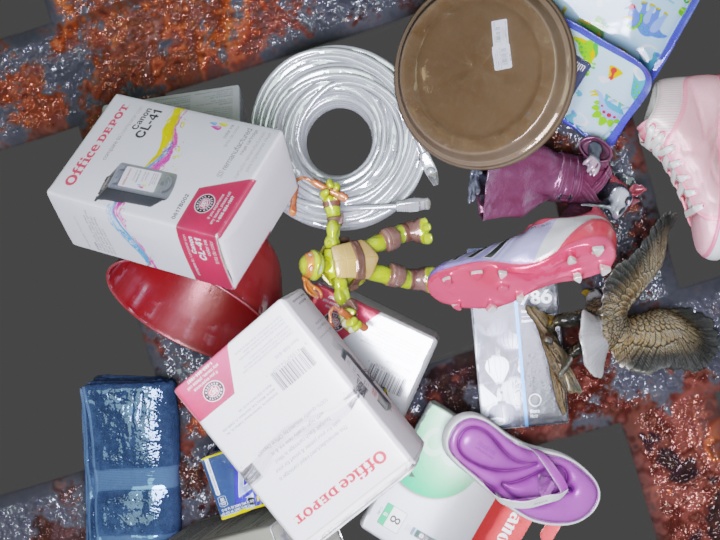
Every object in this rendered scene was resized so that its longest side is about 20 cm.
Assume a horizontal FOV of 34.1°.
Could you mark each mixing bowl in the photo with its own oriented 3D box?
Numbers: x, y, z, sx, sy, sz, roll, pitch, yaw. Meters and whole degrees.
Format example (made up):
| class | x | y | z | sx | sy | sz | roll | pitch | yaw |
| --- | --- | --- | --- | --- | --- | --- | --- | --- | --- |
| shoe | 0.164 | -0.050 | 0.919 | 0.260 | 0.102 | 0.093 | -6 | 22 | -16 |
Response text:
| class | x | y | z | sx | sy | sz | roll | pitch | yaw |
| --- | --- | --- | --- | --- | --- | --- | --- | --- | --- |
| mixing bowl | -0.160 | 0.003 | 1.262 | 0.198 | 0.201 | 0.109 | 21 | 64 | 4 |

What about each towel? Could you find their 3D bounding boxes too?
| class | x | y | z | sx | sy | sz | roll | pitch | yaw |
| --- | --- | --- | --- | --- | --- | --- | --- | --- | --- |
| towel | -0.259 | 0.221 | 1.331 | 0.110 | 0.049 | 0.203 | -1 | 91 | 4 |

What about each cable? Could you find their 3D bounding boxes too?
| class | x | y | z | sx | sy | sz | roll | pitch | yaw |
| --- | --- | --- | --- | --- | --- | --- | --- | --- | --- |
| cable | -0.022 | -0.145 | 1.291 | 0.198 | 0.069 | 0.202 | -12 | 90 | 5 |

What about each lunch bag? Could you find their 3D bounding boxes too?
| class | x | y | z | sx | sy | sz | roll | pitch | yaw |
| --- | --- | --- | --- | --- | --- | --- | --- | --- | --- |
| lunch bag | 0.244 | -0.256 | 1.244 | 0.169 | 0.127 | 0.201 | 31 | 105 | 3 |

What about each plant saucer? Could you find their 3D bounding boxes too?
| class | x | y | z | sx | sy | sz | roll | pitch | yaw |
| --- | --- | --- | --- | --- | --- | --- | --- | --- | --- |
| plant saucer | 0.122 | -0.204 | 1.200 | 0.198 | 0.029 | 0.203 | 1 | 91 | 24 |

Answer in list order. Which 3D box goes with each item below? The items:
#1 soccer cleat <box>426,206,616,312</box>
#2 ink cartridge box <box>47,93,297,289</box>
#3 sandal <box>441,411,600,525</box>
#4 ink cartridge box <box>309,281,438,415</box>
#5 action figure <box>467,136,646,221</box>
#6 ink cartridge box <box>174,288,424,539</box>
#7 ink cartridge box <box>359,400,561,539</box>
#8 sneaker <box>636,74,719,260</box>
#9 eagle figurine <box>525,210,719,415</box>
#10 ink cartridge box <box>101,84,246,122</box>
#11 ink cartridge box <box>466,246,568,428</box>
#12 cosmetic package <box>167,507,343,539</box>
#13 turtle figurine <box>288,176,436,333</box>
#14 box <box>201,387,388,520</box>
| class | x | y | z | sx | sy | sz | roll | pitch | yaw |
| --- | --- | --- | --- | --- | --- | --- | --- | --- | --- |
| soccer cleat | 0.165 | -0.013 | 1.208 | 0.198 | 0.077 | 0.067 | -15 | 129 | 15 |
| ink cartridge box | -0.183 | -0.081 | 1.157 | 0.198 | 0.086 | 0.148 | 15 | 57 | 20 |
| sandal | 0.175 | 0.223 | 1.265 | 0.201 | 0.050 | 0.083 | 27 | 91 | -15 |
| ink cartridge box | -0.019 | 0.131 | 1.282 | 0.146 | 0.086 | 0.202 | 25 | 95 | 4 |
| action figure | 0.211 | -0.097 | 1.275 | 0.198 | 0.150 | 0.135 | 9 | 123 | -14 |
| ink cartridge box | -0.055 | 0.141 | 1.124 | 0.145 | 0.085 | 0.201 | -39 | 89 | 13 |
| ink cartridge box | 0.123 | 0.263 | 1.302 | 0.199 | 0.050 | 0.162 | 31 | 94 | 5 |
| sneaker | 0.345 | -0.113 | 1.257 | 0.103 | 0.075 | 0.203 | 3 | 84 | 0 |
| eagle figurine | 0.279 | 0.043 | 1.235 | 0.198 | 0.152 | 0.152 | -21 | 56 | -1 |
| ink cartridge box | -0.204 | -0.106 | 1.263 | 0.160 | 0.057 | 0.202 | -8 | 57 | 4 |
| ink cartridge box | 0.172 | 0.072 | 1.297 | 0.098 | 0.039 | 0.203 | -6 | 91 | 5 |
| cosmetic package | -0.123 | 0.309 | 1.254 | 0.199 | 0.103 | 0.088 | -22 | 91 | 37 |
| turtle figurine | 0.000 | 0.000 | 1.217 | 0.160 | 0.064 | 0.202 | -4 | 71 | -27 |
| box | -0.058 | 0.188 | 1.207 | 0.198 | 0.064 | 0.071 | -19 | 92 | 5 |
